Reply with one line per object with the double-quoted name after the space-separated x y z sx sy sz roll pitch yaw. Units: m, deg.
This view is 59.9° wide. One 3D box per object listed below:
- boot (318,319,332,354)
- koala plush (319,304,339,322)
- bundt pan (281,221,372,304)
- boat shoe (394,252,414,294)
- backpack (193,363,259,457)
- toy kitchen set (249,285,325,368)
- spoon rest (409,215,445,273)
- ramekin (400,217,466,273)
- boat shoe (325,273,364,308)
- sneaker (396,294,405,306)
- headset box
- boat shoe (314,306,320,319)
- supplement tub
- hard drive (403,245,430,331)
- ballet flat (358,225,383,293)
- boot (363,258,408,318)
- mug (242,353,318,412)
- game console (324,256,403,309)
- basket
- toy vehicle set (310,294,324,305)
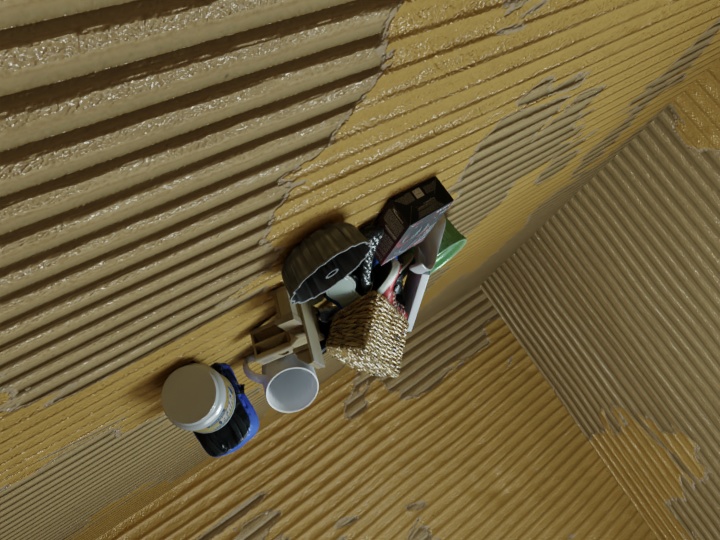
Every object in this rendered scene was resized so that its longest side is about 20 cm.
-0.069 0.153 1.672 0.165 0.078 0.201 -24 -160 2 "boot"
-0.018 0.138 1.763 0.196 0.181 0.184 -25 -179 14 "koala plush"
-0.075 -0.024 1.243 0.199 0.077 0.202 -34 167 -9 "bundt pan"
0.079 0.044 1.627 0.200 0.066 0.074 -47 -160 0 "boat shoe"
-0.349 0.362 1.606 0.161 0.202 0.168 -36 167 2 "backpack"
-0.184 0.167 1.415 0.177 0.167 0.200 -22 157 9 "toy kitchen set"
0.166 -0.071 1.560 0.098 0.061 0.203 -20 -140 38 "spoon rest"
0.195 -0.064 1.770 0.198 0.099 0.200 -34 167 -9 "ramekin"
-0.040 0.033 1.449 0.074 0.062 0.201 -17 152 5 "boat shoe"
0.086 0.031 1.706 0.072 0.203 0.082 8 131 -19 "sneaker"
0.104 -0.106 1.429 0.147 0.076 0.201 -30 166 -32 "headset box"
-0.184 0.175 1.594 0.200 0.074 0.093 -45 -163 23 "boat shoe"
-0.371 0.294 1.434 0.143 0.146 0.200 -33 167 -10 "supplement tub"
0.142 0.041 1.644 0.026 0.134 0.203 6 131 -7 "hard drive"
0.023 -0.018 1.428 0.055 0.068 0.203 -4 137 -5 "ballet flat"
0.079 0.061 1.551 0.141 0.073 0.202 16 125 -26 "boot"
-0.226 0.273 1.718 0.195 0.176 0.151 8 115 -22 "mug"
0.000 0.000 1.598 0.200 0.118 0.171 -43 -158 8 "game console"
0.012 0.155 1.520 0.140 0.153 0.200 -2 153 33 "basket"
-0.113 0.042 1.490 0.123 0.027 0.201 -28 164 -35 "toy vehicle set"
